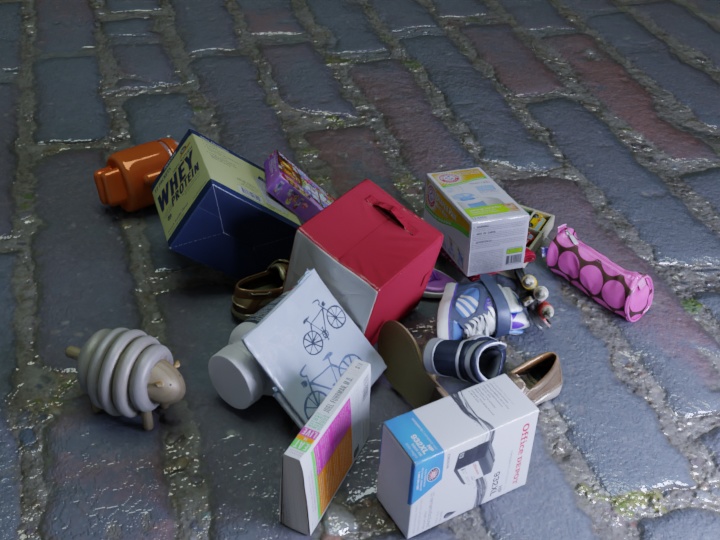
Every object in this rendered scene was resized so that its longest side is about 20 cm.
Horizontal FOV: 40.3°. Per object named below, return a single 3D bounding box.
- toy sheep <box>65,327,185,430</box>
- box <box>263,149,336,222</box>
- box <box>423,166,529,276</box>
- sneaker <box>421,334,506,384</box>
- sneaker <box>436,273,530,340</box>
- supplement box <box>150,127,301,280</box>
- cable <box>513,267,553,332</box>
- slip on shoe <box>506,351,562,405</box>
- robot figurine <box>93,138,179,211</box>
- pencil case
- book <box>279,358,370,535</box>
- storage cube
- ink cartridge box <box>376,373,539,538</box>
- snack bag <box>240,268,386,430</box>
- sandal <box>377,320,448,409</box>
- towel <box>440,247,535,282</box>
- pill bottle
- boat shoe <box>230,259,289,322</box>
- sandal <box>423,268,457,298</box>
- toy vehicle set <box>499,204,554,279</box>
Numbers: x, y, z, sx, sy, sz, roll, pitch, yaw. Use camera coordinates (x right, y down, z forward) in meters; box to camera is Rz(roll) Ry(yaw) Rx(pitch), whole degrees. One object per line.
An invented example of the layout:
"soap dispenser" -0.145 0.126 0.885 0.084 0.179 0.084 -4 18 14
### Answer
"toy sheep" -0.341 0.148 1.410 0.197 0.140 0.138 12 37 14
"box" -0.085 -0.120 1.751 0.199 0.039 0.137 39 16 -23
"box" 0.195 -0.089 1.696 0.111 0.103 0.201 -8 32 -17
"sneaker" 0.187 0.133 1.442 0.107 0.071 0.198 2 -2 39
"sneaker" 0.199 0.083 1.569 0.144 0.082 0.201 4 30 10
"supplement box" -0.231 -0.106 1.688 0.198 0.135 0.201 27 20 -35
"cable" 0.293 0.039 1.626 0.050 0.098 0.200 -31 5 14
"slip on shoe" 0.224 0.181 1.454 0.198 0.061 0.076 -19 41 -27
"robot figurine" -0.408 -0.186 1.881 0.198 0.144 0.118 -23 72 -30
"pencil case" 0.410 0.002 1.683 0.090 0.095 0.199 -25 44 -32
"book" -0.040 0.231 1.310 0.047 0.135 0.200 17 38 20
"storage cube" 0.000 0.000 1.565 0.170 0.202 0.179 37 47 17
"ink cartridge box" 0.127 0.243 1.291 0.197 0.147 0.084 -18 40 -25
"snack bag" -0.069 0.125 1.430 0.021 0.201 0.189 -25 15 49
"sandal" 0.099 0.166 1.485 0.069 0.078 0.213 15 30 -41
"towel" 0.204 -0.054 1.764 0.143 0.023 0.200 -17 39 -25
"pill bottle" -0.129 0.116 1.475 0.119 0.121 0.199 26 42 30
"boat shoe" -0.127 0.023 1.643 0.198 0.075 0.075 -25 44 -32
"sandal" 0.078 -0.007 1.715 0.200 0.050 0.082 23 41 26
"toy vehicle set" 0.270 -0.063 1.822 0.123 0.027 0.200 19 39 22
